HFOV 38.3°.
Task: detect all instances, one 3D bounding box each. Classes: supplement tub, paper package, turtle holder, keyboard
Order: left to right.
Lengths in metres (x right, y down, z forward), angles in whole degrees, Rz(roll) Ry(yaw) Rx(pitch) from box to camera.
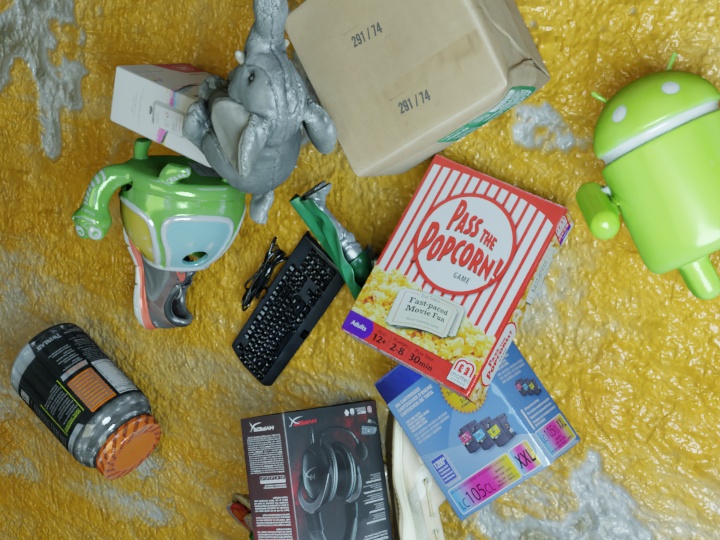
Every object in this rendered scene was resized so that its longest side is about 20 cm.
[{"bbox_3d":[-0.365,0.176,1.387,0.200,0.122,0.123,42,121,21],"label":"supplement tub"},{"bbox_3d":[-0.216,-0.069,1.182,0.140,0.185,0.133,22,112,28],"label":"turtle holder"},{"bbox_3d":[-0.103,0.044,1.221,0.104,0.039,0.201,46,122,17],"label":"keyboard"},{"bbox_3d":[0.051,-0.214,1.010,0.199,0.103,0.192,-28,86,36],"label":"paper package"}]

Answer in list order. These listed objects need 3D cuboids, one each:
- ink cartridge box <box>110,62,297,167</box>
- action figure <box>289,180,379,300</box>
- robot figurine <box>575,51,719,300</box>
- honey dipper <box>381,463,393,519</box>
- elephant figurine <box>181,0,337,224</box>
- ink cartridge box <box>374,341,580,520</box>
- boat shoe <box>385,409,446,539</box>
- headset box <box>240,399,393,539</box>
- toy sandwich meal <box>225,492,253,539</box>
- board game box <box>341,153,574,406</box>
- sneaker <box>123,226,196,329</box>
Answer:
[{"bbox_3d":[-0.170,-0.172,1.170,0.198,0.116,0.068,26,115,27],"label":"ink cartridge box"},{"bbox_3d":[0.000,0.000,1.111,0.054,0.118,0.201,-31,103,-2],"label":"action figure"},{"bbox_3d":[0.271,-0.077,0.876,0.174,0.116,0.202,-25,85,14],"label":"robot figurine"},{"bbox_3d":[0.054,0.317,1.178,0.038,0.038,0.203,-15,89,37],"label":"honey dipper"},{"bbox_3d":[-0.093,-0.152,1.000,0.154,0.143,0.200,35,165,-18],"label":"elephant figurine"},{"bbox_3d":[0.108,0.132,1.070,0.136,0.076,0.201,-42,75,34],"label":"ink cartridge box"},{"bbox_3d":[0.065,0.240,1.136,0.064,0.072,0.203,-6,86,-5],"label":"boat shoe"},{"bbox_3d":[-0.044,0.251,1.133,0.077,0.148,0.203,-15,79,42],"label":"headset box"},{"bbox_3d":[-0.104,0.357,1.228,0.205,0.070,0.206,44,158,23],"label":"toy sandwich meal"},{"bbox_3d":[0.093,0.006,1.007,0.150,0.046,0.202,25,82,28],"label":"board game box"},{"bbox_3d":[-0.238,-0.021,1.292,0.081,0.077,0.203,6,113,21],"label":"sneaker"}]
